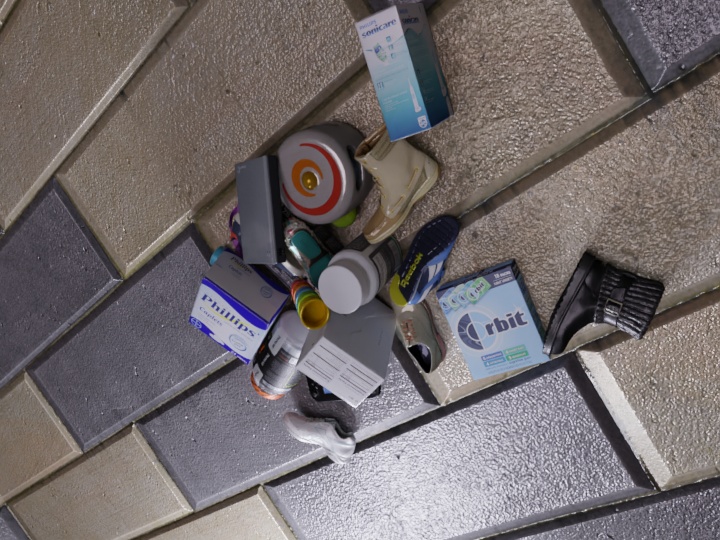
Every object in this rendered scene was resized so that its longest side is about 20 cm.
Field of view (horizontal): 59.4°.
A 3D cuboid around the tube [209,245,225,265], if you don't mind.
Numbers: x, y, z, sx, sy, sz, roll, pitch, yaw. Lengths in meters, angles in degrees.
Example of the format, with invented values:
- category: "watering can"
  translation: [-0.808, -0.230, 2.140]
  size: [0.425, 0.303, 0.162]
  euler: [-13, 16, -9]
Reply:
- category: "tube"
  translation: [-0.263, 0.017, 1.488]
  size: [0.197, 0.051, 0.078]
  euler: [33, 155, 9]

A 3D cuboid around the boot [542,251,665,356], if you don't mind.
- category: "boot"
  translation: [0.430, 0.089, 1.133]
  size: [0.155, 0.079, 0.216]
  euler: [27, 113, 14]

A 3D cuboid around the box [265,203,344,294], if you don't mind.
- category: "box"
  translation: [-0.126, -0.031, 1.396]
  size: [0.199, 0.049, 0.162]
  euler: [43, 125, 5]

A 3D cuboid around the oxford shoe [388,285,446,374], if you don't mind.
- category: "oxford shoe"
  translation: [0.114, 0.120, 1.321]
  size: [0.070, 0.074, 0.203]
  euler: [-29, 96, 33]

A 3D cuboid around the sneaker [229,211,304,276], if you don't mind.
- category: "sneaker"
  translation: [-0.202, -0.039, 1.359]
  size: [0.199, 0.074, 0.086]
  euler: [41, 116, 16]

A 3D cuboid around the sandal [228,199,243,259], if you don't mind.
- category: "sandal"
  translation: [-0.274, -0.105, 1.422]
  size: [0.082, 0.049, 0.209]
  euler: [27, 117, 53]

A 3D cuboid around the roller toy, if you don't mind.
- category: "roller toy"
  translation: [-0.076, -0.194, 1.246]
  size: [0.198, 0.140, 0.185]
  euler: [37, 122, 9]

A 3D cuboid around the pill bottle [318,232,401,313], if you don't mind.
- category: "pill bottle"
  translation: [0.000, 0.000, 1.253]
  size: [0.110, 0.200, 0.117]
  euler: [10, 115, 22]

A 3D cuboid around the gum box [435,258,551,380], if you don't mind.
- category: "gum box"
  translation: [0.264, 0.101, 1.254]
  size: [0.167, 0.045, 0.204]
  euler: [-21, 101, 31]

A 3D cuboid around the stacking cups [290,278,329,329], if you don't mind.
- category: "stacking cups"
  translation: [-0.106, 0.058, 1.294]
  size: [0.058, 0.200, 0.063]
  euler: [-3, 106, -11]

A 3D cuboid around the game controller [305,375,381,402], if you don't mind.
- category: "game controller"
  translation: [-0.043, 0.251, 1.477]
  size: [0.195, 0.042, 0.107]
  euler: [-10, 106, 29]

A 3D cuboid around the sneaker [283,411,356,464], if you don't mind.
- category: "sneaker"
  translation: [-0.097, 0.391, 1.555]
  size: [0.196, 0.070, 0.082]
  euler: [26, 112, 8]

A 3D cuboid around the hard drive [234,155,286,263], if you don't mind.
- category: "hard drive"
  translation: [-0.200, -0.118, 1.259]
  size: [0.138, 0.032, 0.207]
  euler: [1, 97, 53]

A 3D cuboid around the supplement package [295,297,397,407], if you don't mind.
- category: "supplement package"
  translation: [-0.024, 0.143, 1.305]
  size: [0.154, 0.202, 0.111]
  euler: [34, 124, -12]

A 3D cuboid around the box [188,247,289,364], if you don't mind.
- category: "box"
  translation: [-0.282, 0.086, 1.452]
  size: [0.182, 0.106, 0.201]
  euler: [34, 138, 1]

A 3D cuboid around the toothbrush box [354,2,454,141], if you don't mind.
- category: "toothbrush box"
  translation: [0.081, -0.347, 1.098]
  size: [0.083, 0.146, 0.205]
  euler: [-10, 107, 29]

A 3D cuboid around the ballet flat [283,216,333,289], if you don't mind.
- category: "ballet flat"
  translation: [-0.101, -0.038, 1.296]
  size: [0.064, 0.074, 0.202]
  euler: [54, 172, 43]

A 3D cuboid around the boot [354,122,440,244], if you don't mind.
- category: "boot"
  translation: [0.037, -0.161, 1.184]
  size: [0.154, 0.073, 0.200]
  euler: [33, 110, -30]

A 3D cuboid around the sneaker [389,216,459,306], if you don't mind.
- category: "sneaker"
  translation: [0.135, -0.018, 1.260]
  size: [0.074, 0.081, 0.202]
  euler: [45, 109, 34]

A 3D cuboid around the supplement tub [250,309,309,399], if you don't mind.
- category: "supplement tub"
  translation: [-0.177, 0.201, 1.475]
  size: [0.122, 0.122, 0.202]
  euler: [39, 122, 6]
